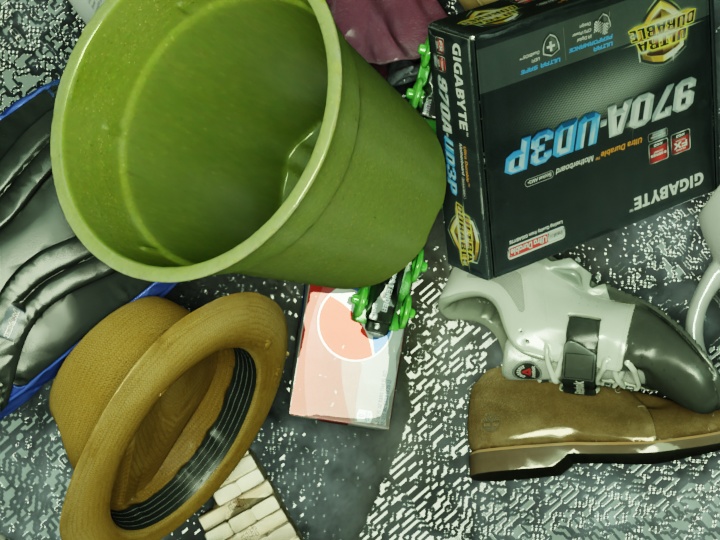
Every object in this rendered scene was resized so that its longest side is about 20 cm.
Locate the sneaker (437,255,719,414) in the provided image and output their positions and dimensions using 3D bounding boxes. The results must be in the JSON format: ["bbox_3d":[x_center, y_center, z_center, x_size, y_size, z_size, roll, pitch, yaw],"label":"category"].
[{"bbox_3d":[0.137,0.050,1.659,0.200,0.074,0.089,31,66,27],"label":"sneaker"}]

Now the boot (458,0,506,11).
[{"bbox_3d":[0.082,-0.215,1.660,0.066,0.200,0.176,-13,52,30],"label":"boot"}]

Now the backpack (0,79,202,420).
[{"bbox_3d":[-0.201,-0.025,1.642,0.200,0.168,0.163,-38,91,-2],"label":"backpack"}]

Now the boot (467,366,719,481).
[{"bbox_3d":[0.167,0.090,1.691,0.199,0.074,0.076,-4,76,1],"label":"boot"}]

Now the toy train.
[{"bbox_3d":[0.033,-0.056,1.636,0.042,0.056,0.201,15,88,-6],"label":"toy train"}]

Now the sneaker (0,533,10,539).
[{"bbox_3d":[-0.325,0.221,1.688,0.115,0.076,0.200,42,78,6],"label":"sneaker"}]

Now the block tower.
[{"bbox_3d":[-0.083,0.147,1.693,0.058,0.054,0.201,-29,89,0],"label":"block tower"}]

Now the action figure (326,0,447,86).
[{"bbox_3d":[-0.014,-0.211,1.699,0.148,0.134,0.201,-23,83,32],"label":"action figure"}]

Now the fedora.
[{"bbox_3d":[-0.131,0.081,1.591,0.082,0.201,0.201,38,88,25],"label":"fedora"}]

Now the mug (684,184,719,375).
[{"bbox_3d":[0.292,0.007,1.655,0.175,0.148,0.200,40,93,8],"label":"mug"}]

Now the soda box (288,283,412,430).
[{"bbox_3d":[0.000,0.000,1.693,0.070,0.063,0.201,9,87,-1],"label":"soda box"}]

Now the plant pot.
[{"bbox_3d":[-0.046,-0.070,1.536,0.199,0.190,0.201,-9,72,31],"label":"plant pot"}]

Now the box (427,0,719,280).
[{"bbox_3d":[0.136,-0.100,1.631,0.199,0.046,0.160,-20,117,-32],"label":"box"}]

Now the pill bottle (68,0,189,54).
[{"bbox_3d":[-0.133,-0.196,1.647,0.113,0.113,0.200,-36,63,-1],"label":"pill bottle"}]
